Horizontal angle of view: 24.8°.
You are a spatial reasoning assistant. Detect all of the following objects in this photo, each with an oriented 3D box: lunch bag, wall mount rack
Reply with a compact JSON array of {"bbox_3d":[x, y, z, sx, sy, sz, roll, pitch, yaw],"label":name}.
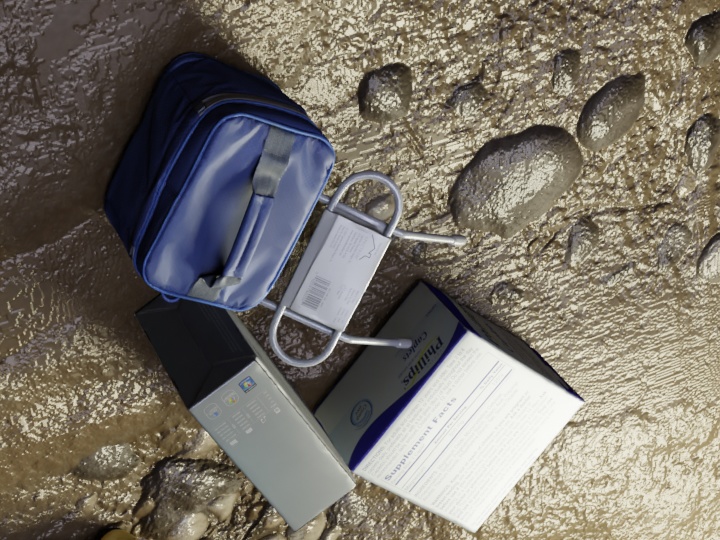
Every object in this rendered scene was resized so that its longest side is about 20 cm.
[{"bbox_3d":[-0.122,-0.063,1.386,0.135,0.132,0.201,14,112,-34],"label":"lunch bag"},{"bbox_3d":[0.000,0.000,1.508,0.172,0.075,0.201,24,109,-13],"label":"wall mount rack"}]

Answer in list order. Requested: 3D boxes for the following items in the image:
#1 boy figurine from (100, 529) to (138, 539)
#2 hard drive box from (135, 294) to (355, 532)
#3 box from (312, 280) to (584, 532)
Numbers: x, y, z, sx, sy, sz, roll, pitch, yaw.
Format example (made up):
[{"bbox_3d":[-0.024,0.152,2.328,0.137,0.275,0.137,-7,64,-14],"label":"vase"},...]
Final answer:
[{"bbox_3d":[-0.293,0.322,1.589,0.199,0.064,0.125,-37,130,-3],"label":"boy figurine"},{"bbox_3d":[-0.104,0.118,1.499,0.077,0.156,0.200,-37,130,-1],"label":"hard drive box"},{"bbox_3d":[0.089,0.139,1.650,0.199,0.105,0.184,31,102,-39],"label":"box"}]
